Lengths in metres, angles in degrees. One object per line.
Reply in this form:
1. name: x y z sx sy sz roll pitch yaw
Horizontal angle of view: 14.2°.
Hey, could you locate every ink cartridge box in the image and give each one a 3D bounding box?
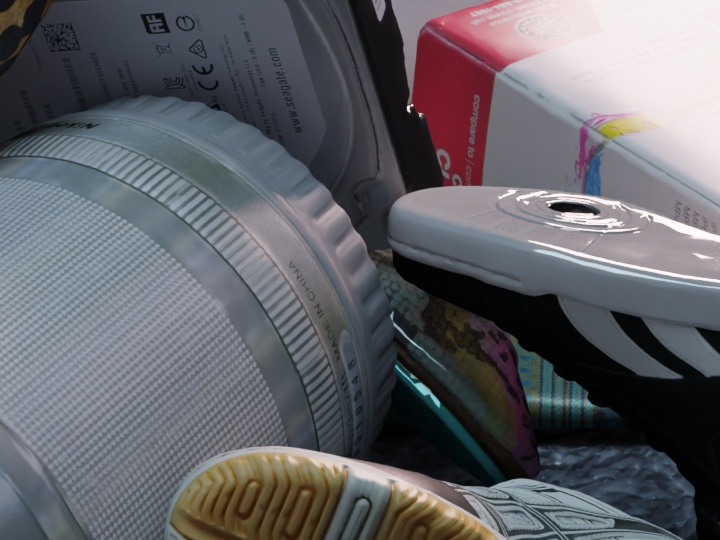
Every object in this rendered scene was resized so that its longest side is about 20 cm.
1. ink cartridge box: 0.133 -0.031 1.023 0.147 0.086 0.200 -18 39 -33

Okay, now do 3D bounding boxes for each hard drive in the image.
1. hard drive: -0.085 -0.064 0.932 0.199 0.140 0.038 -1 42 19

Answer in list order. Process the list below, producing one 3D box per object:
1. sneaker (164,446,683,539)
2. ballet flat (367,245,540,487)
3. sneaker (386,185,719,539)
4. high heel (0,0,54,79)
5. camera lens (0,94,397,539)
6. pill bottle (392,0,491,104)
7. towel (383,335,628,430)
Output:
1. sneaker: 0.029 0.093 0.824 0.199 0.076 0.088 22 15 -22
2. ballet flat: 0.000 0.000 0.981 0.200 0.069 0.071 32 71 38
3. sneaker: 0.096 0.046 0.891 0.199 0.113 0.073 13 18 16
4. high heel: -0.142 -0.044 0.905 0.142 0.200 0.072 -29 74 -15
5. camera lens: -0.099 0.055 0.854 0.159 0.161 0.200 14 34 28
6. pill bottle: 0.008 -0.105 1.145 0.199 0.120 0.119 -22 35 -35
7. towel: 0.017 0.014 1.051 0.199 0.022 0.147 3 32 7
